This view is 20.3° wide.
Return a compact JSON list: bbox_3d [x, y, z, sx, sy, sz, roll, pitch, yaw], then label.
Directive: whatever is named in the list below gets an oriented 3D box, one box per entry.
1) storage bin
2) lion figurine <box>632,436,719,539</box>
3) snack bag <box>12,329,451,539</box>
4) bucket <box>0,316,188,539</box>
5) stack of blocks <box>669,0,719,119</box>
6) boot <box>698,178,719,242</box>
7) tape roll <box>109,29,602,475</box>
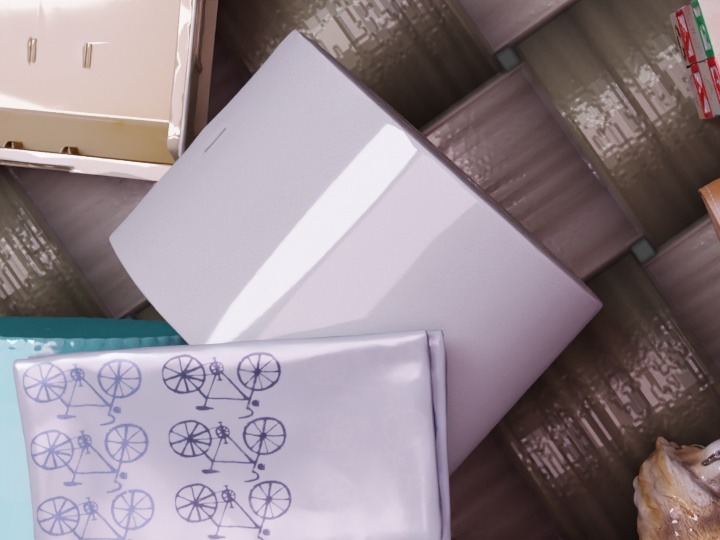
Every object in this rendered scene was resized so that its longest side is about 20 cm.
[{"bbox_3d":[-0.176,-0.153,1.034,0.200,0.094,0.199,6,93,3],"label":"storage bin"},{"bbox_3d":[0.207,0.183,1.033,0.072,0.123,0.200,-30,107,10],"label":"lion figurine"},{"bbox_3d":[-0.051,0.127,0.887,0.188,0.021,0.200,-3,103,-1],"label":"snack bag"},{"bbox_3d":[-0.158,0.093,0.996,0.207,0.207,0.135,2,91,3],"label":"bucket"},{"bbox_3d":[0.263,-0.132,0.996,0.200,0.115,0.059,-17,92,3],"label":"stack of blocks"},{"bbox_3d":[0.275,0.010,1.020,0.155,0.077,0.200,-24,89,3],"label":"boot"},{"bbox_3d":[0.000,0.000,0.977,0.203,0.203,0.139,43,95,1],"label":"tape roll"}]
